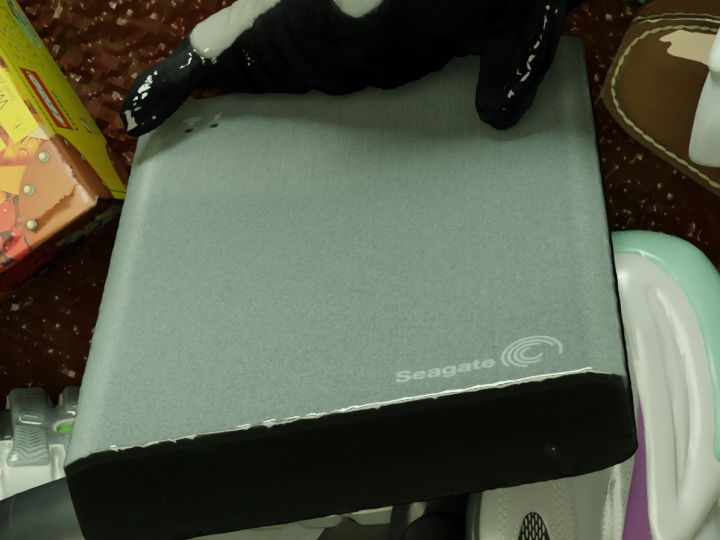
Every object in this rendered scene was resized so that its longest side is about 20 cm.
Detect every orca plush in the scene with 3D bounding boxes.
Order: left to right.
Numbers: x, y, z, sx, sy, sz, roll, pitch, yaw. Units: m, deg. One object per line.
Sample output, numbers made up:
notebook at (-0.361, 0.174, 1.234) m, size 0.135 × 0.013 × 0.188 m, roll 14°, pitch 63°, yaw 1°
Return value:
orca plush at (0.019, -0.072, 0.716) m, size 0.199 × 0.105 × 0.072 m, roll -23°, pitch 72°, yaw 21°

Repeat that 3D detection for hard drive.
hard drive at (0.000, 0.000, 0.700) m, size 0.138 × 0.200 × 0.033 m, roll -10°, pitch 118°, yaw 7°

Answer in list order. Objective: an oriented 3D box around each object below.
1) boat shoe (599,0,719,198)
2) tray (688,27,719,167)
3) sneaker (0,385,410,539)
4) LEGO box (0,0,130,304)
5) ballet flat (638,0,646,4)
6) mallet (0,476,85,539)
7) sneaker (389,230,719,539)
boat shoe at (0.164, -0.024, 0.728) m, size 0.199 × 0.074 × 0.076 m, roll 22°, pitch 119°, yaw 6°
tray at (0.146, -0.119, 0.662) m, size 0.022 × 0.107 × 0.201 m, roll 27°, pitch 82°, yaw -25°
sneaker at (-0.067, 0.096, 0.777) m, size 0.198 × 0.075 × 0.116 m, roll 1°, pitch 113°, yaw -4°
LEGO box at (-0.184, -0.061, 0.778) m, size 0.148 × 0.077 × 0.201 m, roll -34°, pitch 86°, yaw 5°
ballet flat at (0.068, -0.172, 0.747) m, size 0.069 × 0.070 × 0.201 m, roll -29°, pitch 112°, yaw 6°
mallet at (-0.048, 0.138, 0.741) m, size 0.066 × 0.041 × 0.200 m, roll -28°, pitch 117°, yaw 14°
sneaker at (0.059, 0.101, 0.721) m, size 0.139 × 0.078 × 0.201 m, roll -20°, pitch 89°, yaw -23°
